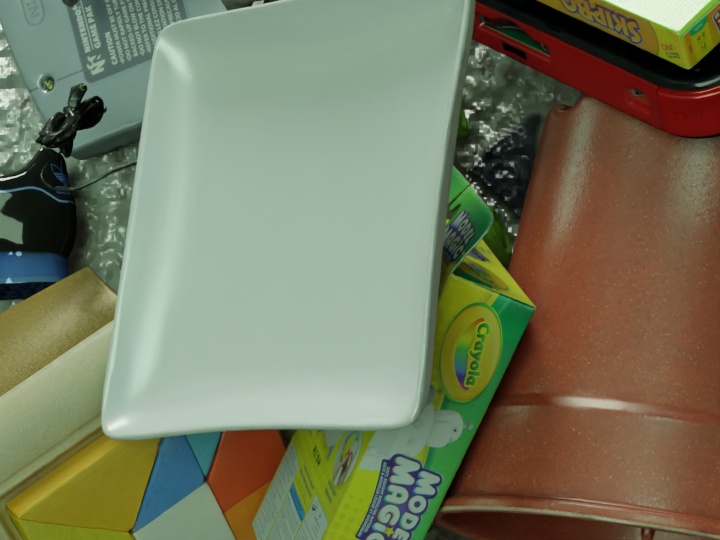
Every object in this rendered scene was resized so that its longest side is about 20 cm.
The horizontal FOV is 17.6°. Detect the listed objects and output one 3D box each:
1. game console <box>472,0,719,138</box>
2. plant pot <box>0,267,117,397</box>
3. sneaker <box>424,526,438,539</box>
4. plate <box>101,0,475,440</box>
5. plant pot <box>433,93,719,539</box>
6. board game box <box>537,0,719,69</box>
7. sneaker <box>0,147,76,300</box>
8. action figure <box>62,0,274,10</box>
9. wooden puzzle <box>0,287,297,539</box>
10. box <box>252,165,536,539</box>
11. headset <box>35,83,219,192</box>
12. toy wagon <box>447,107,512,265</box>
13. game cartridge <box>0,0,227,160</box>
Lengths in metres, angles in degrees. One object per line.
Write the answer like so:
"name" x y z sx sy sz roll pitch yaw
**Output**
"game console" 0.147 -0.147 1.049 0.177 0.031 0.199 -41 44 -17
"plant pot" -0.172 0.102 1.171 0.186 0.186 0.200 40 86 19
"sneaker" 0.060 0.185 1.082 0.081 0.077 0.200 -46 39 -11
"plate" -0.028 -0.024 1.022 0.199 0.032 0.202 -6 72 43
"plant pot" 0.143 0.032 1.054 0.199 0.201 0.197 5 78 20
"board game box" 0.104 -0.158 1.037 0.095 0.030 0.199 -42 47 -17
"sneaker" -0.246 -0.024 1.261 0.198 0.070 0.079 -2 79 13
"action figure" -0.069 -0.153 1.159 0.192 0.105 0.202 11 86 21
"wooden puzzle" -0.091 0.123 1.104 0.184 0.201 0.037 -34 27 -18
"box" 0.016 0.056 1.043 0.048 0.117 0.201 20 103 -16
"headset" -0.068 -0.025 1.147 0.199 0.094 0.124 28 110 -1
"toy wagon" 0.000 0.000 1.182 0.154 0.040 0.202 -23 77 16
"game cartridge" -0.136 -0.169 1.252 0.132 0.041 0.202 -20 78 21
